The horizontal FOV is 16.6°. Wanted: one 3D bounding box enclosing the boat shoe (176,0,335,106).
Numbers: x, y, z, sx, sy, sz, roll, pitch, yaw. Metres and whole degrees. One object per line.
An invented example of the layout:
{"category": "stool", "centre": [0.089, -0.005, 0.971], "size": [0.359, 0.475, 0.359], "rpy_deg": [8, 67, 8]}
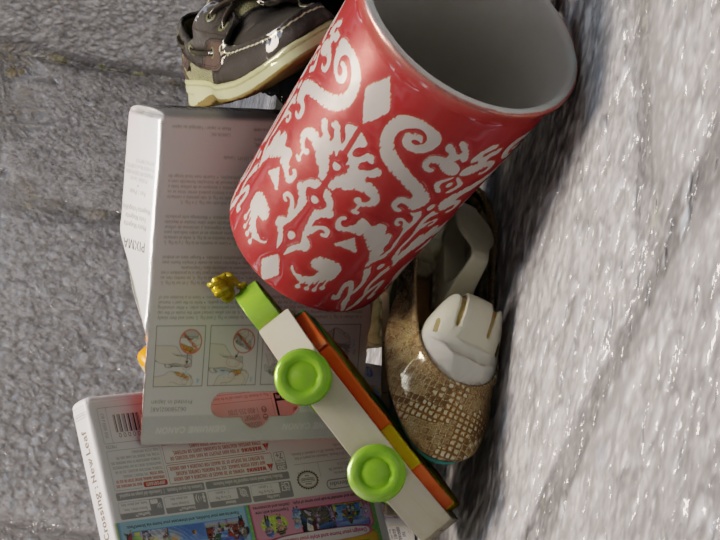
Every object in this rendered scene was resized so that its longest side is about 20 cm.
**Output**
{"category": "boat shoe", "centre": [-0.071, -0.142, 1.496], "size": [0.066, 0.072, 0.201], "rpy_deg": [63, 161, -7]}

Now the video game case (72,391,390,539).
{"category": "video game case", "centre": [-0.069, 0.158, 1.513], "size": [0.022, 0.200, 0.182], "rpy_deg": [-30, 70, 49]}

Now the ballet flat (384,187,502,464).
{"category": "ballet flat", "centre": [0.053, 0.021, 1.452], "size": [0.065, 0.070, 0.200], "rpy_deg": [-54, 27, 40]}

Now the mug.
{"category": "mug", "centre": [0.032, -0.078, 1.415], "size": [0.200, 0.177, 0.134], "rpy_deg": [-53, 55, 41]}

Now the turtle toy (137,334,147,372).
{"category": "turtle toy", "centre": [-0.101, 0.006, 1.727], "size": [0.146, 0.101, 0.201], "rpy_deg": [-14, -72, -63]}

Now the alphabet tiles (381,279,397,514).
{"category": "alphabet tiles", "centre": [0.026, 0.046, 1.592], "size": [0.166, 0.006, 0.200], "rpy_deg": [-70, -18, -68]}

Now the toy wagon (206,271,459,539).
{"category": "toy wagon", "centre": [-0.015, 0.074, 1.447], "size": [0.040, 0.200, 0.155], "rpy_deg": [-38, -9, 1]}

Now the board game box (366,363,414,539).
{"category": "board game box", "centre": [0.003, 0.177, 1.708], "size": [0.200, 0.034, 0.135], "rpy_deg": [-92, 14, -55]}

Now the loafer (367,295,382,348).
{"category": "loafer", "centre": [0.000, 0.000, 1.670], "size": [0.200, 0.070, 0.070], "rpy_deg": [-63, -24, -69]}

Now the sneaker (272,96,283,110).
{"category": "sneaker", "centre": [-0.059, -0.076, 1.775], "size": [0.075, 0.106, 0.200], "rpy_deg": [-120, 12, -45]}

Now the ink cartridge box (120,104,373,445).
{"category": "ink cartridge box", "centre": [-0.068, 0.001, 1.518], "size": [0.057, 0.162, 0.200], "rpy_deg": [24, 110, 56]}

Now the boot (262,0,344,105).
{"category": "boot", "centre": [-0.025, -0.172, 1.538], "size": [0.198, 0.073, 0.163], "rpy_deg": [34, 139, 48]}
